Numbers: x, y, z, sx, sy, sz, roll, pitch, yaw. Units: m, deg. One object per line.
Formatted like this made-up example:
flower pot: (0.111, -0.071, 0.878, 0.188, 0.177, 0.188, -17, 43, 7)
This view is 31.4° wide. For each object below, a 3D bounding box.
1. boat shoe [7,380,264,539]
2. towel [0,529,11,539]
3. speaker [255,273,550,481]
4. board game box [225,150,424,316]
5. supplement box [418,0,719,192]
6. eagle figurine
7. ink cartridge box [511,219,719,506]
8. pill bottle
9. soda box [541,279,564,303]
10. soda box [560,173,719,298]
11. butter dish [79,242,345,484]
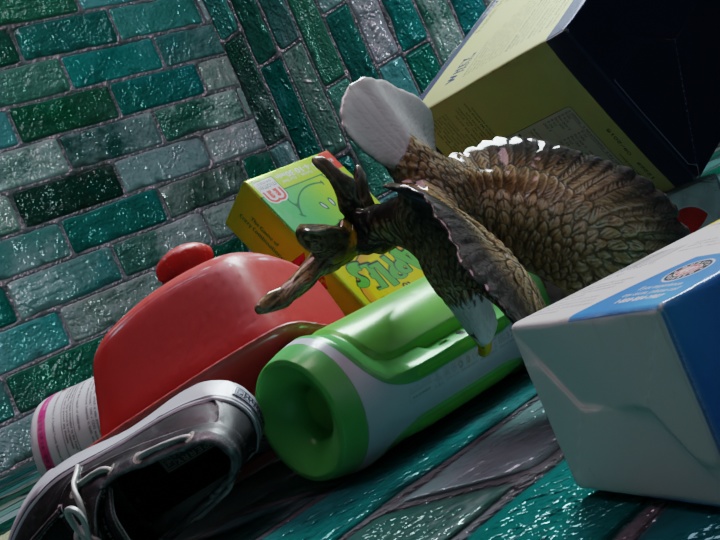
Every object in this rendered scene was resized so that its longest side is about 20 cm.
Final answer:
boat shoe: (-0.137, 0.141, 0.734, 0.198, 0.074, 0.068, -31, 18, 20)
towel: (-0.245, 0.206, 0.911, 0.199, 0.037, 0.148, -25, 2, -33)
speaker: (0.032, 0.052, 0.779, 0.199, 0.089, 0.088, -25, 1, -42)
board game box: (0.000, 0.000, 0.988, 0.101, 0.200, 0.048, -25, -26, -47)
supplement box: (0.169, -0.149, 0.919, 0.201, 0.134, 0.199, -53, 16, -29)
eagle figurine: (0.068, -0.011, 0.688, 0.198, 0.153, 0.151, 7, -22, 40)
ink cartridge box: (0.166, 0.004, 0.440, 0.198, 0.068, 0.116, -25, 1, -16)
pill bottle: (-0.190, 0.134, 1.164, 0.198, 0.114, 0.113, -25, 1, 19)
soda box: (0.143, -0.003, 1.061, 0.198, 0.069, 0.064, -24, 1, 3)
soda box: (0.196, -0.015, 0.915, 0.068, 0.064, 0.200, -25, 1, -10)
butter dish: (-0.096, 0.049, 0.871, 0.199, 0.149, 0.199, -34, -23, 18)
